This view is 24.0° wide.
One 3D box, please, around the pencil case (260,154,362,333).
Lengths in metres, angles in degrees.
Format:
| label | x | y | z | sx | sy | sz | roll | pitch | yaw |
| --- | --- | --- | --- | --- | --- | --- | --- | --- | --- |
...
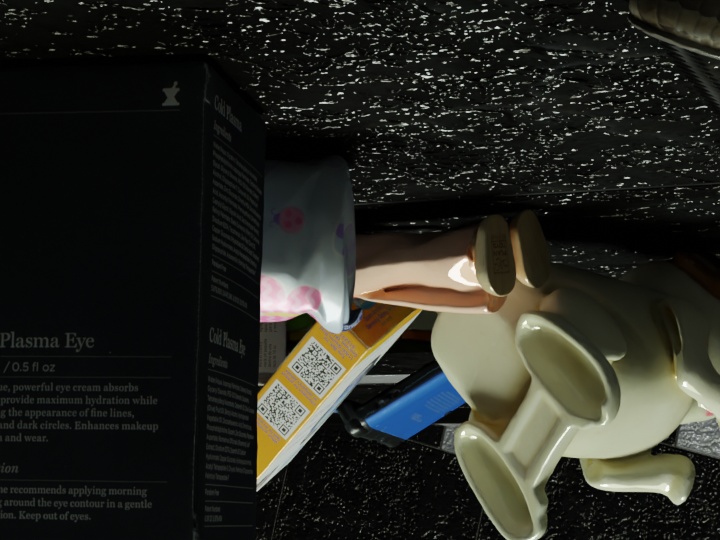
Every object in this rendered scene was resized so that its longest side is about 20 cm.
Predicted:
| label | x | y | z | sx | sy | sz | roll | pitch | yaw |
| --- | --- | --- | --- | --- | --- | --- | --- | --- | --- |
| pencil case | -0.097 | -0.014 | 0.790 | 0.198 | 0.084 | 0.091 | 2 | 171 | -3 |

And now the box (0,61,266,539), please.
| label | x | y | z | sx | sy | sz | roll | pitch | yaw |
| --- | --- | --- | --- | --- | --- | --- | --- | --- | --- |
| box | -0.144 | 0.019 | 0.677 | 0.198 | 0.184 | 0.104 | 0 | 173 | 9 |

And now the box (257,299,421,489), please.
| label | x | y | z | sx | sy | sz | roll | pitch | yaw |
| --- | --- | --- | --- | --- | --- | --- | --- | --- | --- |
| box | -0.040 | 0.084 | 1.089 | 0.200 | 0.041 | 0.119 | -48 | 174 | 28 |

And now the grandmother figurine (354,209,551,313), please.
| label | x | y | z | sx | sy | sz | roll | pitch | yaw |
| --- | --- | --- | --- | --- | --- | --- | --- | --- | --- |
| grandmother figurine | 0.000 | 0.000 | 0.962 | 0.199 | 0.061 | 0.121 | -6 | 174 | 36 |

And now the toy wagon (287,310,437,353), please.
| label | x | y | z | sx | sy | sz | roll | pitch | yaw |
| --- | --- | --- | --- | --- | --- | --- | --- | --- | --- |
| toy wagon | 0.022 | 0.040 | 1.311 | 0.198 | 0.040 | 0.155 | -1 | 172 | 13 |

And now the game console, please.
| label | x | y | z | sx | sy | sz | roll | pitch | yaw |
| --- | --- | --- | --- | --- | --- | --- | --- | --- | --- |
| game console | 0.008 | 0.068 | 1.307 | 0.170 | 0.119 | 0.200 | -32 | 168 | 4 |

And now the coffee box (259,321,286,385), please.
| label | x | y | z | sx | sy | sz | roll | pitch | yaw |
| --- | --- | --- | --- | --- | --- | --- | --- | --- | --- |
| coffee box | -0.154 | 0.034 | 1.138 | 0.198 | 0.081 | 0.113 | 2 | 172 | -10 |

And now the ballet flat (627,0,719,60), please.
| label | x | y | z | sx | sy | sz | roll | pitch | yaw |
| --- | --- | --- | --- | --- | --- | --- | --- | --- | --- |
| ballet flat | 0.177 | -0.078 | 0.481 | 0.198 | 0.047 | 0.067 | 5 | -156 | 7 |

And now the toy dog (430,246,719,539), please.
| label | x | y | z | sx | sy | sz | roll | pitch | yaw |
| --- | --- | --- | --- | --- | --- | --- | --- | --- | --- |
| toy dog | 0.147 | 0.056 | 1.019 | 0.199 | 0.140 | 0.194 | -8 | -141 | -37 |
